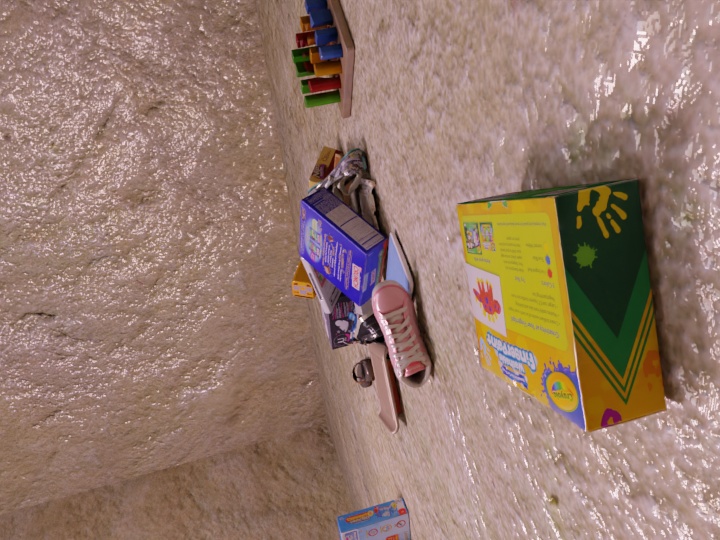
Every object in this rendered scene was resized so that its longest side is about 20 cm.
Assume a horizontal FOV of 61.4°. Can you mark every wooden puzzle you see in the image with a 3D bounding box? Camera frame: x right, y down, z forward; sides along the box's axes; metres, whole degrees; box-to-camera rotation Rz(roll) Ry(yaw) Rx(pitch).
[{"bbox_3d":[0.063,0.279,1.497,0.185,0.036,0.206,-177,80,-80],"label":"wooden puzzle"}]

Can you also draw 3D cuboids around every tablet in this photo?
[{"bbox_3d":[0.075,0.036,1.188,0.202,0.013,0.132,92,163,-52],"label":"tablet"}]

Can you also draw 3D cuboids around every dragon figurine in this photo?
[{"bbox_3d":[-0.004,0.143,1.592,0.200,0.057,0.102,123,152,-74],"label":"dragon figurine"}]

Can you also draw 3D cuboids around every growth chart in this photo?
[{"bbox_3d":[0.022,-0.103,1.309,0.145,0.017,0.205,-126,26,-66],"label":"growth chart"}]

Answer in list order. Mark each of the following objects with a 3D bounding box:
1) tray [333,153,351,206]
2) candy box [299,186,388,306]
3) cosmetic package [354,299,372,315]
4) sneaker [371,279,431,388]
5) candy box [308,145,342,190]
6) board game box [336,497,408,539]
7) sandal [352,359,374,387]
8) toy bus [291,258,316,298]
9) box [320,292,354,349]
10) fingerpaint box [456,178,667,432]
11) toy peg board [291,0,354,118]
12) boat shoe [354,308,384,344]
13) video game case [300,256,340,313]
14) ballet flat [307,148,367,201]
[{"bbox_3d":[-0.047,-0.166,1.421,0.099,0.036,0.206,-124,40,-74],"label":"tray"},{"bbox_3d":[-0.040,-0.050,1.294,0.199,0.076,0.171,41,146,24],"label":"candy box"},{"bbox_3d":[0.000,0.000,1.458,0.082,0.049,0.206,-179,78,-77],"label":"cosmetic package"},{"bbox_3d":[0.079,0.120,1.075,0.105,0.074,0.204,-115,7,-61],"label":"sneaker"},{"bbox_3d":[-0.090,-0.208,1.575,0.201,0.055,0.119,98,-170,-61],"label":"candy box"},{"bbox_3d":[0.042,0.749,1.690,0.056,0.190,0.205,-120,21,-59],"label":"board game box"},{"bbox_3d":[0.004,0.306,1.785,0.200,0.053,0.084,123,134,-76],"label":"sandal"},{"bbox_3d":[-0.138,-0.008,1.722,0.203,0.063,0.080,-74,-14,-45],"label":"toy bus"},{"bbox_3d":[-0.051,0.095,1.679,0.203,0.112,0.134,88,165,-45],"label":"box"},{"bbox_3d":[0.159,0.018,0.519,0.200,0.071,0.172,-160,60,-79],"label":"fingerpaint box"},{"bbox_3d":[-0.087,-0.459,1.284,0.200,0.095,0.204,98,157,-63],"label":"toy peg board"},{"bbox_3d":[0.029,0.149,1.433,0.068,0.071,0.201,48,168,13],"label":"boat shoe"},{"bbox_3d":[-0.076,-0.029,1.526,0.202,0.022,0.185,-64,-35,-42],"label":"video game case"},{"bbox_3d":[-0.050,-0.184,1.313,0.199,0.071,0.074,-34,65,47],"label":"ballet flat"}]
